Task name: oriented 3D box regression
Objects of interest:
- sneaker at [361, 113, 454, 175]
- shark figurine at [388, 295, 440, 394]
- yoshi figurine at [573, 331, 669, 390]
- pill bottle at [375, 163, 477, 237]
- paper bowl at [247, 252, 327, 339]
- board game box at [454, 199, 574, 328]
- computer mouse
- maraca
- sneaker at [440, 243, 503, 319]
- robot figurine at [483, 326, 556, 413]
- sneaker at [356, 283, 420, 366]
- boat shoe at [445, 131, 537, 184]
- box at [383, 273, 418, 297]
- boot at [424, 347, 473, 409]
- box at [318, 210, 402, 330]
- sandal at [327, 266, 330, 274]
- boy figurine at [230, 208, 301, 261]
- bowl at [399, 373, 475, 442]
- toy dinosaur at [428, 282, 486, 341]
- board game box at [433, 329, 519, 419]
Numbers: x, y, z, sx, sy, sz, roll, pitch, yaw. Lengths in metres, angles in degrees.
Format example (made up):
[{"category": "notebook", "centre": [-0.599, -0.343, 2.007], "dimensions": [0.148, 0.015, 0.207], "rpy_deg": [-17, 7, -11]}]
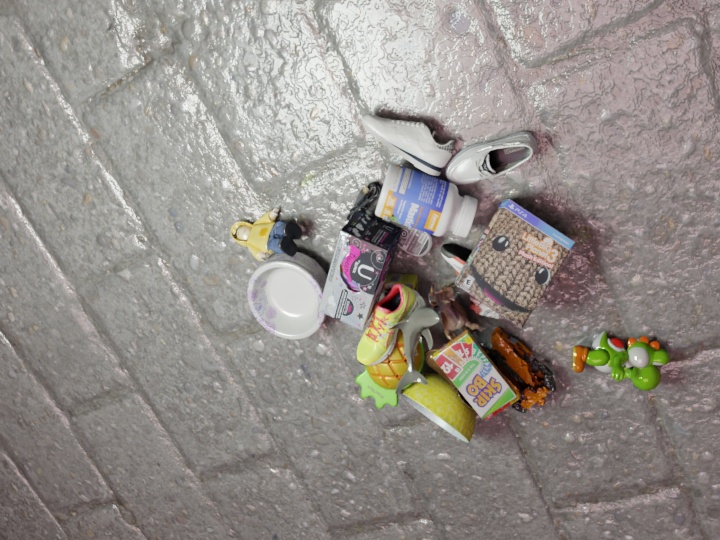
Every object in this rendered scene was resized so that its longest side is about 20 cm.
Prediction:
[{"category": "sneaker", "centre": [0.095, -0.275, 1.494], "dimensions": [0.197, 0.077, 0.082], "rpy_deg": [29, 111, -3]}, {"category": "shark figurine", "centre": [0.099, 0.144, 1.549], "dimensions": [0.087, 0.129, 0.218], "rpy_deg": [-3, 127, -22]}, {"category": "yoshi figurine", "centre": [0.555, 0.209, 1.561], "dimensions": [0.195, 0.114, 0.114], "rpy_deg": [-1, 132, 17]}, {"category": "pill bottle", "centre": [0.137, -0.137, 1.511], "dimensions": [0.195, 0.113, 0.114], "rpy_deg": [18, 121, 0]}, {"category": "paper bowl", "centre": [-0.158, 0.050, 1.719], "dimensions": [0.195, 0.105, 0.205], "rpy_deg": [8, 118, 15]}, {"category": "board game box", "centre": [0.308, -0.015, 1.484], "dimensions": [0.157, 0.097, 0.203], "rpy_deg": [31, 95, 1]}, {"category": "computer mouse", "centre": [0.072, -0.103, 1.600], "dimensions": [0.198, 0.044, 0.111], "rpy_deg": [35, 117, 6]}, {"category": "maraca", "centre": [0.067, 0.215, 1.653], "dimensions": [0.135, 0.107, 0.203], "rpy_deg": [30, 103, 15]}, {"category": "sneaker", "centre": [0.247, 0.030, 1.591], "dimensions": [0.198, 0.068, 0.109], "rpy_deg": [26, 119, 1]}, {"category": "robot figurine", "centre": [0.350, 0.230, 1.663], "dimensions": [0.200, 0.058, 0.145], "rpy_deg": [44, 122, -5]}, {"category": "sneaker", "centre": [0.047, 0.111, 1.580], "dimensions": [0.077, 0.202, 0.090], "rpy_deg": [28, 171, 36]}, {"category": "boat shoe", "centre": [0.255, -0.220, 1.460], "dimensions": [0.197, 0.066, 0.074], "rpy_deg": [-24, 108, 28]}, {"category": "box", "centre": [0.100, 0.110, 1.693], "dimensions": [0.073, 0.050, 0.205], "rpy_deg": [1, 117, 18]}, {"category": "boot", "centre": [0.226, 0.244, 1.628], "dimensions": [0.197, 0.076, 0.074], "rpy_deg": [32, 135, -4]}, {"category": "box", "centre": [0.000, 0.000, 1.569], "dimensions": [0.112, 0.132, 0.204], "rpy_deg": [21, 118, 8]}, {"category": "sandal", "centre": [-0.012, -0.013, 1.669], "dimensions": [0.075, 0.048, 0.200], "rpy_deg": [45, 121, -7]}, {"category": "boy figurine", "centre": [-0.219, -0.084, 1.675], "dimensions": [0.197, 0.064, 0.127], "rpy_deg": [11, 79, 42]}, {"category": "bowl", "centre": [0.197, 0.299, 1.709], "dimensions": [0.198, 0.200, 0.109], "rpy_deg": [37, 79, -2]}, {"category": "toy dinosaur", "centre": [0.201, 0.090, 1.610], "dimensions": [0.085, 0.200, 0.138], "rpy_deg": [-29, 83, -2]}, {"category": "board game box", "centre": [0.250, 0.231, 1.568], "dimensions": [0.095, 0.030, 0.201], "rpy_deg": [-36, 106, 18]}]
